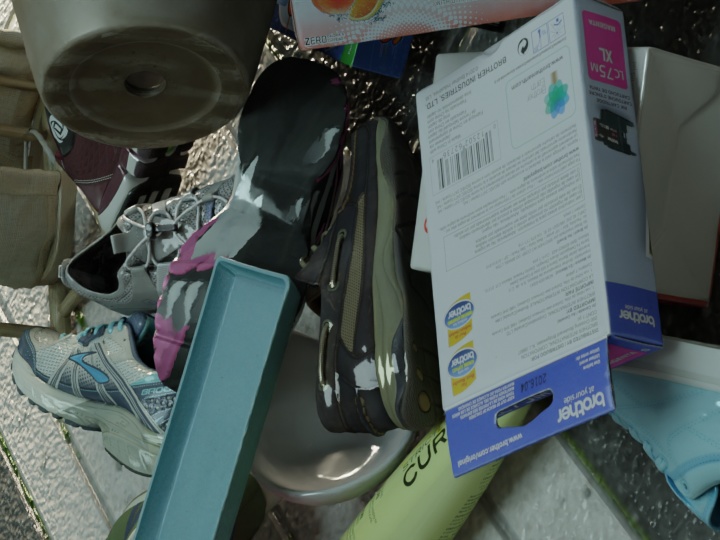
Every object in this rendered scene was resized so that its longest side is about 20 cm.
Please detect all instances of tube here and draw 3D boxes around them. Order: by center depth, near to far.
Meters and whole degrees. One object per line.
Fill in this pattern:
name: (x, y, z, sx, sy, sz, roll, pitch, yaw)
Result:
tube: (0.049, 0.099, 1.139, 0.200, 0.052, 0.058, -55, 44, 32)

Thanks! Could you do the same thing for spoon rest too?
spoon rest: (-0.040, 0.071, 1.245, 0.200, 0.099, 0.061, 36, 154, 54)

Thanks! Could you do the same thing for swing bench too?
swing bench: (-0.280, -0.066, 1.498, 0.130, 0.198, 0.201, -47, 47, 41)

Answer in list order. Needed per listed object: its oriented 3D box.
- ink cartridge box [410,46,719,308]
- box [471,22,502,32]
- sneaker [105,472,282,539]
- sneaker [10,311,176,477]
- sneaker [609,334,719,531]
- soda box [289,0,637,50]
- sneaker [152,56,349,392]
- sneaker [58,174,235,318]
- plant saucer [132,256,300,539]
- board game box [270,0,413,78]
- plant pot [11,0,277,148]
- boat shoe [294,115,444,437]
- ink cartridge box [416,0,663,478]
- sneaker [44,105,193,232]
ink cartridge box: (0.091, -0.049, 1.098, 0.199, 0.067, 0.117, 5, 87, 54)
box: (0.014, -0.219, 1.128, 0.050, 0.199, 0.159, 28, 106, 45)
sneaker: (-0.123, 0.175, 1.305, 0.067, 0.090, 0.200, 44, 136, -2)
sneaker: (-0.150, 0.065, 1.410, 0.199, 0.077, 0.087, 25, 101, 43)
sneaker: (0.149, 0.073, 0.989, 0.200, 0.074, 0.083, 11, 89, 56)
soda box: (0.063, -0.154, 1.044, 0.068, 0.198, 0.064, -97, -1, -76)
sneaker: (-0.049, -0.014, 1.246, 0.080, 0.086, 0.201, 23, 82, 12)
sneaker: (-0.114, -0.011, 1.359, 0.200, 0.082, 0.075, -30, 60, 45)
plant saucer: (-0.080, 0.096, 1.169, 0.070, 0.019, 0.201, 15, 88, 50)
board game box: (0.010, -0.222, 1.258, 0.135, 0.034, 0.201, 33, 110, 63)
plant pot: (-0.122, -0.171, 1.236, 0.200, 0.199, 0.175, -38, 46, 43)
boat shoe: (0.000, 0.000, 1.169, 0.073, 0.075, 0.201, -15, 48, 16)
ink cartridge box: (0.081, -0.013, 1.011, 0.119, 0.042, 0.201, -29, 56, 47)
sneaker: (-0.151, -0.128, 1.413, 0.115, 0.075, 0.201, 42, 119, 22)
